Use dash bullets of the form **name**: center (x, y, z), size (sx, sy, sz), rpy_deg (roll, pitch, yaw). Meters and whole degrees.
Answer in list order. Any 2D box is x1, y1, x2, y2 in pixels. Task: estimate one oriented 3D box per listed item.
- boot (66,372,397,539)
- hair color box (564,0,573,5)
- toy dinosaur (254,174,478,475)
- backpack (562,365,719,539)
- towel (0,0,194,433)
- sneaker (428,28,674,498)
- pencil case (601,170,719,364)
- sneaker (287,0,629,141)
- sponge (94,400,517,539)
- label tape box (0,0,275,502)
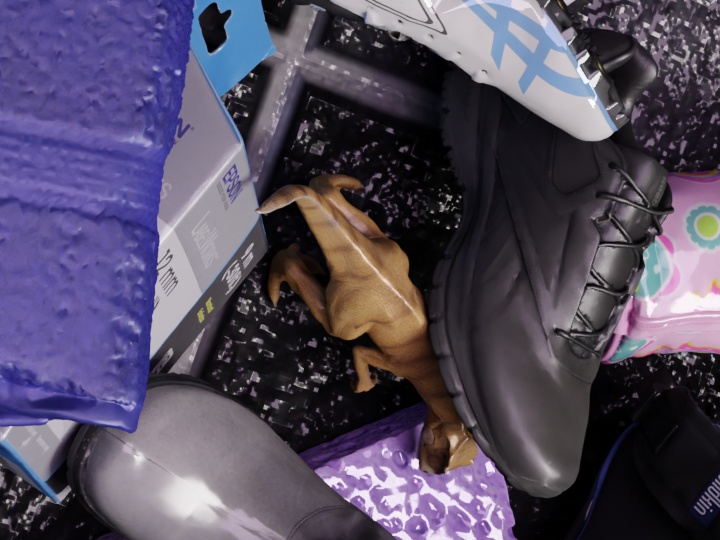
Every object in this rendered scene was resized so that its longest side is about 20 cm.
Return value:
- **boot**: center (-0.008, 0.111, 0.964), size (0.200, 0.132, 0.070), rpy_deg (34, 85, -43)
- **hair color box**: center (0.103, -0.194, 1.065), size (0.200, 0.065, 0.109), rpy_deg (-37, 112, -18)
- **toy dinosaur**: center (0.000, 0.000, 1.011), size (0.060, 0.106, 0.200), rpy_deg (-41, 131, -7)
- **backpack**: center (0.170, 0.173, 1.078), size (0.154, 0.190, 0.200), rpy_deg (31, 85, -52)
- **towel**: center (-0.134, -0.050, 0.852), size (0.148, 0.050, 0.200), rpy_deg (10, 82, -21)
- **sneaker**: center (0.080, -0.010, 1.028), size (0.076, 0.091, 0.200), rpy_deg (26, 59, -56)
- **pencil case**: center (0.195, 0.001, 1.101), size (0.200, 0.087, 0.088), rpy_deg (2, 97, -8)
- **sneaker**: center (0.020, -0.112, 0.981), size (0.200, 0.072, 0.072), rpy_deg (39, 104, -16)
- **sponge**: center (-0.026, 0.136, 1.074), size (0.200, 0.030, 0.112), rpy_deg (-21, 107, -22)
- **label tape box**: center (-0.082, -0.017, 0.958), size (0.066, 0.143, 0.200), rpy_deg (39, 80, 10)
